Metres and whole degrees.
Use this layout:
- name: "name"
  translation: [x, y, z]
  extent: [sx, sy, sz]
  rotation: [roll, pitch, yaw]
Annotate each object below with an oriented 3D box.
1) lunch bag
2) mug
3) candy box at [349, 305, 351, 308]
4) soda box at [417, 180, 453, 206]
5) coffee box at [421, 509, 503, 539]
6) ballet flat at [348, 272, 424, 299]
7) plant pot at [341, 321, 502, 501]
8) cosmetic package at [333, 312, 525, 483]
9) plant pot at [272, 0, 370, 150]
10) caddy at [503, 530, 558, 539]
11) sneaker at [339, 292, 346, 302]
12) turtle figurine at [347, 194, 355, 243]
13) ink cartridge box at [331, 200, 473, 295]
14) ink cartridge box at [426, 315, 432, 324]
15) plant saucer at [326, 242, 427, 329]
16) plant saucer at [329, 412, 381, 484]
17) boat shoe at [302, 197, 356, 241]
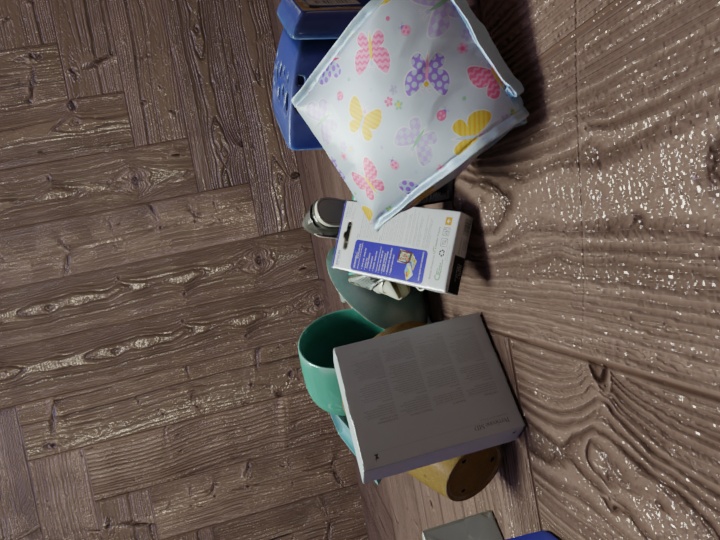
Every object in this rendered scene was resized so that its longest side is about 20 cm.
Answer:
- name: "lunch bag"
  translation: [0.054, -0.167, 0.582]
  extent: [0.172, 0.126, 0.199]
  rotation: [54, 138, -1]
- name: "mug"
  translation: [-0.006, 0.145, 0.945]
  extent: [0.150, 0.182, 0.118]
  rotation: [25, 134, 46]
- name: "candy box"
  translation: [0.012, 0.063, 1.207]
  extent: [0.117, 0.056, 0.202]
  rotation: [46, 165, 39]
- name: "soda box"
  translation: [0.080, -0.181, 0.725]
  extent: [0.072, 0.061, 0.204]
  rotation: [-111, 14, -45]
- name: "coffee box"
  translation: [0.150, 0.458, 0.894]
  extent: [0.081, 0.109, 0.204]
  rotation: [-112, 15, -46]
- name: "ballet flat"
  translation: [0.060, 0.001, 0.820]
  extent: [0.198, 0.071, 0.074]
  rotation: [-26, 72, 41]
- name: "plant pot"
  translation: [0.098, 0.205, 0.811]
  extent: [0.200, 0.182, 0.191]
  rotation: [43, 146, 49]
- name: "cosmetic package"
  translation: [0.077, 0.149, 0.713]
  extent: [0.052, 0.193, 0.154]
  rotation: [90, 166, -54]
- name: "plant pot"
  translation: [-0.032, -0.306, 0.883]
  extent: [0.202, 0.193, 0.185]
  rotation: [-114, 21, -54]
- name: "caddy"
  translation: [0.180, 0.363, 0.615]
  extent: [0.200, 0.101, 0.146]
  rotation: [149, 108, -80]
- name: "sneaker"
  translation: [0.000, 0.000, 1.032]
  extent: [0.201, 0.077, 0.073]
  rotation: [-71, -24, -74]
- name: "turtle figurine"
  translation: [0.007, -0.103, 1.182]
  extent: [0.150, 0.097, 0.208]
  rotation: [-153, 58, -77]
- name: "ink cartridge box"
  translation: [0.048, -0.034, 0.766]
  extent: [0.196, 0.037, 0.098]
  rotation: [12, 89, 41]
- name: "ink cartridge box"
  translation: [0.075, 0.126, 1.052]
  extent: [0.202, 0.081, 0.148]
  rotation: [-115, 16, -55]
- name: "plant saucer"
  translation: [0.038, 0.014, 0.956]
  extent: [0.039, 0.197, 0.204]
  rotation: [-52, 37, 28]
- name: "plant saucer"
  translation: [-0.012, 0.266, 0.947]
  extent: [0.072, 0.019, 0.199]
  rotation: [69, 164, -13]
- name: "boat shoe"
  translation: [-0.008, -0.081, 0.984]
  extent: [0.056, 0.195, 0.069]
  rotation: [-27, 65, 47]
